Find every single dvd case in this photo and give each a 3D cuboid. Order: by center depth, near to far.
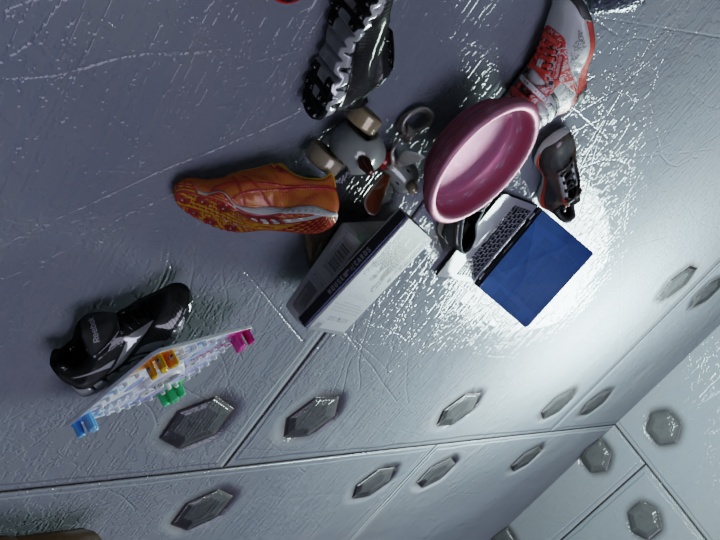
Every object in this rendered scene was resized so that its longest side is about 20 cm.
[{"bbox_3d":[0.011,0.008,1.044,0.200,0.025,0.150,-46,162,6],"label":"dvd case"}]

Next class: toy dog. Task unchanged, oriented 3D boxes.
[{"bbox_3d":[0.027,-0.135,0.950,0.196,0.097,0.133,-3,136,-40],"label":"toy dog"}]

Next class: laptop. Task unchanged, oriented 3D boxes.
[{"bbox_3d":[0.269,-0.013,1.311,0.197,0.117,0.189,9,126,-48],"label":"laptop"}]

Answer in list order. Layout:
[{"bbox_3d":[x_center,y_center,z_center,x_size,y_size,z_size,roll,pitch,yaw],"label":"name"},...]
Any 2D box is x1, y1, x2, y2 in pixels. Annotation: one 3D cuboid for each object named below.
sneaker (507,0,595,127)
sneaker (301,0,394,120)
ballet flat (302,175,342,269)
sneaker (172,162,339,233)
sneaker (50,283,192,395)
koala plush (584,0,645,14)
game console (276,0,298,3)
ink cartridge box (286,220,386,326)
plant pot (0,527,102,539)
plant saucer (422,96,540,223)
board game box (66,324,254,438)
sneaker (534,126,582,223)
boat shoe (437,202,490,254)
[{"bbox_3d":[0.255,-0.274,1.016,0.107,0.068,0.202,-35,150,-6],"label":"sneaker"},{"bbox_3d":[0.006,-0.254,0.816,0.089,0.067,0.202,-10,143,-38],"label":"sneaker"},{"bbox_3d":[-0.058,-0.062,1.020,0.067,0.046,0.202,-38,154,-16],"label":"ballet flat"},{"bbox_3d":[-0.123,-0.090,0.890,0.194,0.079,0.073,4,156,-17],"label":"sneaker"},{"bbox_3d":[-0.300,0.079,0.927,0.198,0.067,0.091,-36,150,3],"label":"sneaker"},{"bbox_3d":[0.196,-0.370,0.790,0.195,0.189,0.178,-15,160,7],"label":"koala plush"},{"bbox_3d":[-0.054,-0.357,0.668,0.176,0.031,0.200,-43,148,1],"label":"game console"},{"bbox_3d":[0.000,0.000,1.103,0.198,0.050,0.162,-6,138,-54],"label":"ink cartridge box"},{"bbox_3d":[-0.511,0.503,1.174,0.201,0.202,0.197,-47,153,19],"label":"plant pot"},{"bbox_3d":[0.157,-0.157,1.024,0.198,0.051,0.202,-33,153,-18],"label":"plant saucer"},{"bbox_3d":[-0.261,0.148,1.008,0.199,0.026,0.199,-38,168,26],"label":"board game box"},{"bbox_3d":[0.340,-0.152,1.233,0.076,0.083,0.201,-32,147,-4],"label":"sneaker"},{"bbox_3d":[0.185,-0.114,1.155,0.071,0.062,0.203,-6,136,-35],"label":"boat shoe"}]
